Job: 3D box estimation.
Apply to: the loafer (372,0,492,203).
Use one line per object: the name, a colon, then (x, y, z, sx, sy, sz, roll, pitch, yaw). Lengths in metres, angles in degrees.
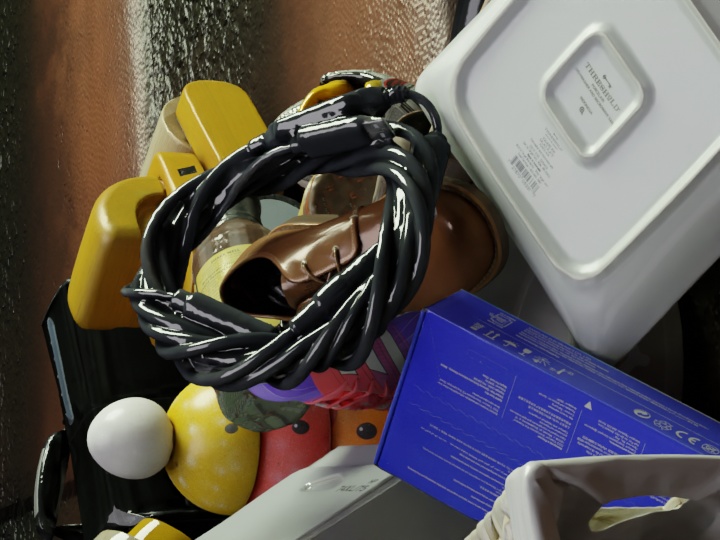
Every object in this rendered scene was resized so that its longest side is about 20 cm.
loafer: (0.049, -0.081, 1.563, 0.200, 0.063, 0.072, -54, 15, 25)

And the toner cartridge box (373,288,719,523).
toner cartridge box: (0.110, 0.097, 1.429, 0.199, 0.043, 0.095, 28, 117, 22)

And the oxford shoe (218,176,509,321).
oxford shoe: (0.000, 0.000, 1.535, 0.200, 0.071, 0.072, -15, 100, 49)

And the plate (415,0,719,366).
plate: (0.124, -0.086, 1.436, 0.200, 0.032, 0.200, -48, 60, 29)

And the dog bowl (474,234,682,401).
dog bowl: (0.097, 0.053, 1.559, 0.200, 0.058, 0.201, -12, 77, 63)

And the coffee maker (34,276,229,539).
coffee maker: (-0.136, 0.099, 1.988, 0.192, 0.134, 0.201, -34, 58, 37)

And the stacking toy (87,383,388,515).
stacking toy: (-0.069, 0.107, 1.739, 0.146, 0.199, 0.147, -179, 90, -65)

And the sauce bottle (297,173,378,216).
sauce bottle: (-0.011, -0.016, 1.733, 0.200, 0.066, 0.066, 115, 151, -74)

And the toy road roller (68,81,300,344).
toy road roller: (-0.127, -0.028, 1.913, 0.200, 0.145, 0.123, 64, 142, 44)

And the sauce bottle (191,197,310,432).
sauce bottle: (-0.068, 0.013, 1.730, 0.200, 0.064, 0.065, -104, 29, -52)

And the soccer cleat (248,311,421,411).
soccer cleat: (0.001, 0.053, 1.638, 0.068, 0.200, 0.074, -2, 102, 30)

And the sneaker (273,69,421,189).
sneaker: (-0.008, -0.092, 1.748, 0.200, 0.082, 0.078, -3, 65, 63)

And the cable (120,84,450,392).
cable: (-0.040, -0.007, 1.503, 0.199, 0.051, 0.164, -19, 54, 27)

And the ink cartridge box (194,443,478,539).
ink cartridge box: (0.009, 0.212, 1.551, 0.201, 0.146, 0.147, 63, 155, -8)

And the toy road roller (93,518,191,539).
toy road roller: (-0.088, 0.240, 1.454, 0.146, 0.123, 0.201, 21, 142, 34)

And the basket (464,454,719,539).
basket: (0.123, 0.197, 1.290, 0.123, 0.135, 0.201, 131, 135, -55)

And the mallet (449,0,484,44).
mallet: (0.107, -0.100, 1.587, 0.200, 0.041, 0.066, 41, 123, 53)
